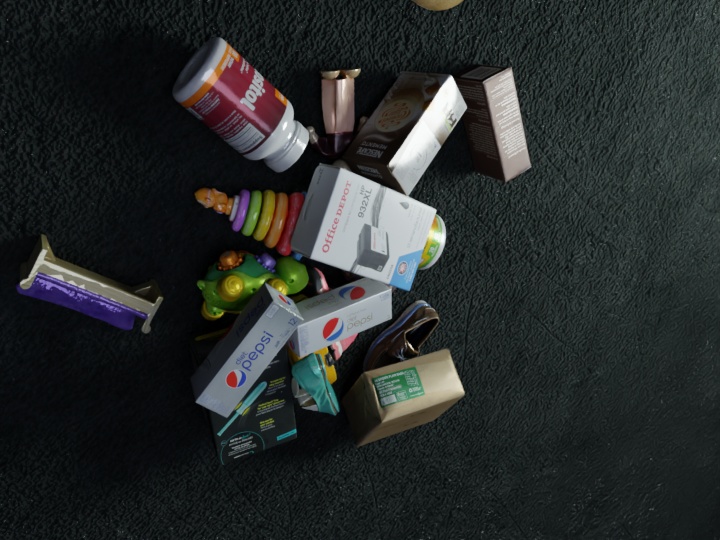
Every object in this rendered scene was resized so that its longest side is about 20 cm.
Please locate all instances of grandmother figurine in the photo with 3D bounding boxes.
[{"bbox_3d":[-0.037,-0.237,1.064,0.119,0.061,0.203,-10,111,-15],"label":"grandmother figurine"}]

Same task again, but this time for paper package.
[{"bbox_3d":[0.082,0.255,1.245,0.197,0.105,0.191,-12,155,-24],"label":"paper package"}]

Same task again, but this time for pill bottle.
[{"bbox_3d":[0.051,-0.077,1.141,0.198,0.111,0.113,16,102,-32],"label":"pill bottle"},{"bbox_3d":[-0.176,-0.246,0.950,0.199,0.113,0.114,38,90,-35],"label":"pill bottle"}]

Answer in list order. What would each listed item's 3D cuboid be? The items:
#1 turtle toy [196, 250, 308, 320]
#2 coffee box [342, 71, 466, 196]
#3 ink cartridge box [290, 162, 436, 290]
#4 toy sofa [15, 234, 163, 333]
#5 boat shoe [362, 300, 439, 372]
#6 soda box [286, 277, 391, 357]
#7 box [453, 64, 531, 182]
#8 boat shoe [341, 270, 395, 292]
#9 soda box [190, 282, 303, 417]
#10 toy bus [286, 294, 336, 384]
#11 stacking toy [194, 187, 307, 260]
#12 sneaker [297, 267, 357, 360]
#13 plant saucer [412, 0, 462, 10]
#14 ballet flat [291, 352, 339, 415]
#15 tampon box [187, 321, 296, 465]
[{"bbox_3d":[-0.179,0.020,1.051,0.197,0.145,0.103,4,68,-30],"label":"turtle toy"},{"bbox_3d":[0.077,-0.237,1.061,0.201,0.113,0.080,-57,135,-15],"label":"coffee box"},{"bbox_3d":[0.006,-0.067,1.003,0.198,0.083,0.147,18,92,-32],"label":"ink cartridge box"},{"bbox_3d":[-0.414,0.035,0.949,0.199,0.083,0.099,28,94,-34],"label":"toy sofa"},{"bbox_3d":[0.083,0.152,1.272,0.072,0.072,0.201,38,89,-35],"label":"boat shoe"},{"bbox_3d":[-0.040,0.076,1.087,0.198,0.068,0.065,-20,122,-30],"label":"soda box"},{"bbox_3d":[0.251,-0.280,1.177,0.074,0.100,0.202,-28,121,-16],"label":"box"},{"bbox_3d":[0.000,0.000,1.170,0.198,0.072,0.066,23,93,-39],"label":"boat shoe"},{"bbox_3d":[-0.179,0.123,0.962,0.063,0.068,0.201,34,98,-32],"label":"soda box"},{"bbox_3d":[-0.105,0.138,1.159,0.065,0.078,0.202,-29,121,-21],"label":"toy bus"},{"bbox_3d":[-0.177,-0.096,1.027,0.197,0.116,0.111,15,100,-20],"label":"stacking toy"},{"bbox_3d":[-0.057,0.069,1.178,0.086,0.073,0.202,-34,127,-28],"label":"sneaker"},{"bbox_3d":[0.144,-0.551,1.050,0.197,0.035,0.203,-11,114,-25],"label":"plant saucer"},{"bbox_3d":[-0.086,0.210,1.107,0.069,0.068,0.201,-19,145,-5],"label":"ballet flat"},{"bbox_3d":[-0.209,0.205,1.102,0.148,0.126,0.203,-14,115,-22],"label":"tampon box"}]
